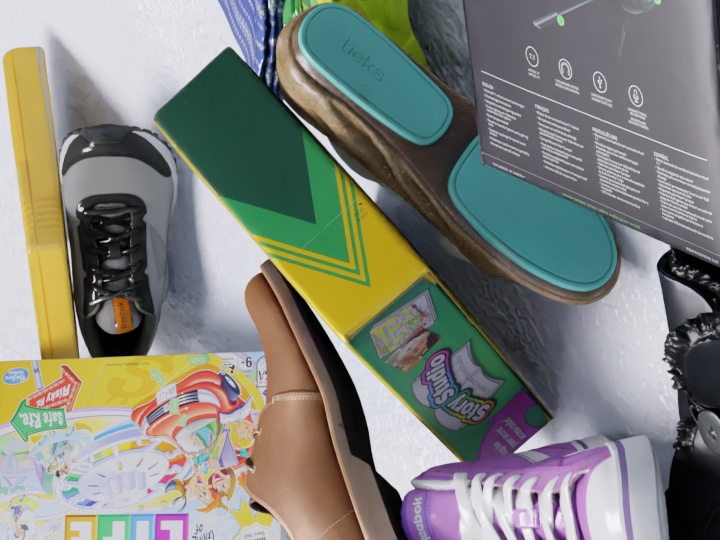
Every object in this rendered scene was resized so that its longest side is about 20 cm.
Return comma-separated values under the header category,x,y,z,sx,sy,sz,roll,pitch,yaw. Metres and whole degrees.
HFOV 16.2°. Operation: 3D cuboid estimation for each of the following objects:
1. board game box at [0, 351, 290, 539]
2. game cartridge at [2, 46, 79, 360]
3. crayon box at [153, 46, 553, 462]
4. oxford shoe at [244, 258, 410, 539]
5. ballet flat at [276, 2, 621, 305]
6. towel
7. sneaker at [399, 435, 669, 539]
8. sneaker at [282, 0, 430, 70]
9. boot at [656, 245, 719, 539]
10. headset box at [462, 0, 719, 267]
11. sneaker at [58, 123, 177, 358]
category,x,y,z,sx,sy,sz,roll,pitch,yaw
board game box,-0.130,0.120,1.555,0.199,0.034,0.135,-3,81,23
game cartridge,-0.209,-0.018,1.676,0.201,0.032,0.177,-101,8,-46
crayon box,0.000,0.000,1.277,0.173,0.058,0.200,48,180,32
oxford shoe,-0.032,0.081,1.265,0.071,0.071,0.201,50,-163,-54
ballet flat,0.037,-0.048,1.223,0.200,0.068,0.072,37,151,1
towel,-0.066,-0.204,1.339,0.145,0.024,0.201,-113,20,-48
sneaker,0.079,0.120,1.191,0.200,0.114,0.073,147,116,-83
sneaker,-0.012,-0.143,1.275,0.083,0.074,0.201,30,135,44
boot,0.191,0.092,1.076,0.200,0.076,0.169,47,151,46
headset box,0.121,-0.126,1.023,0.174,0.092,0.201,26,132,53
sneaker,-0.150,-0.014,1.603,0.201,0.073,0.080,91,176,-47
